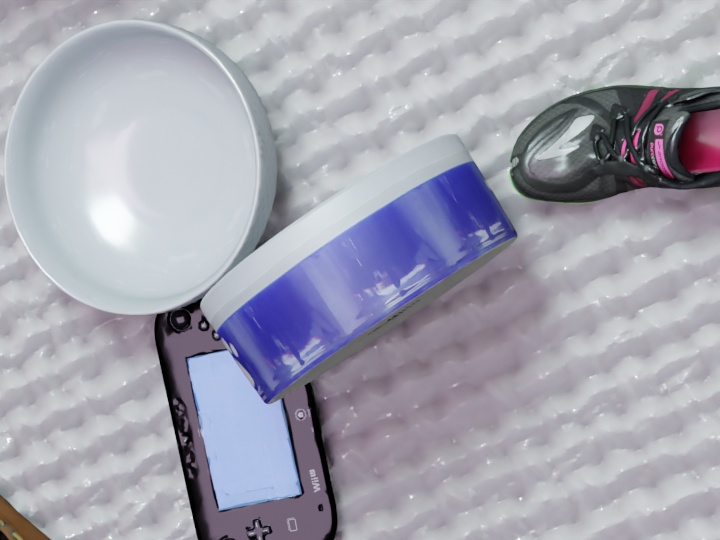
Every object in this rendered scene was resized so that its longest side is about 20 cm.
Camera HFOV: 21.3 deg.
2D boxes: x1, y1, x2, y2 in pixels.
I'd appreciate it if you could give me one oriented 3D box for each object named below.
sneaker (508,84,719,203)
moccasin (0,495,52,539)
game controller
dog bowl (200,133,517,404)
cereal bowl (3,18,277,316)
[{"bbox_3d":[0.186,-0.085,1.219,0.198,0.084,0.078,-10,91,20],"label":"sneaker"},{"bbox_3d":[-0.283,0.210,1.412,0.201,0.078,0.074,38,105,13],"label":"moccasin"},{"bbox_3d":[-0.080,0.109,1.352,0.103,0.042,0.202,-12,91,20],"label":"game controller"},{"bbox_3d":[0.000,0.000,1.231,0.199,0.200,0.079,-35,85,18],"label":"dog bowl"},{"bbox_3d":[-0.144,-0.072,1.337,0.198,0.083,0.202,2,95,20],"label":"cereal bowl"}]
